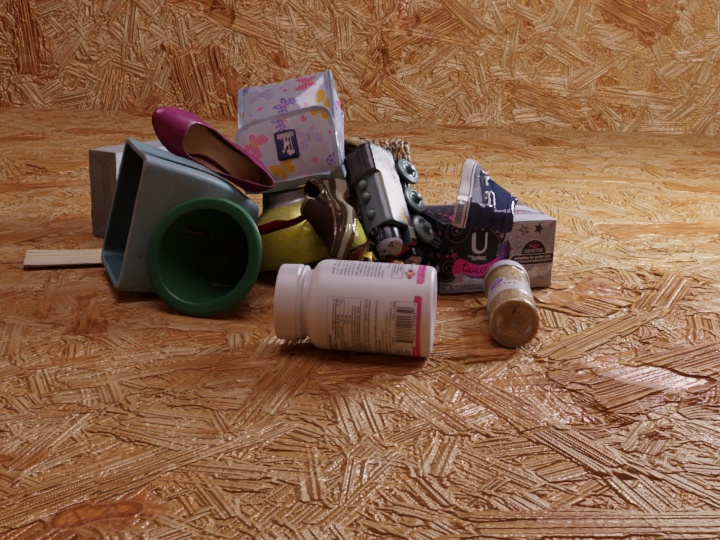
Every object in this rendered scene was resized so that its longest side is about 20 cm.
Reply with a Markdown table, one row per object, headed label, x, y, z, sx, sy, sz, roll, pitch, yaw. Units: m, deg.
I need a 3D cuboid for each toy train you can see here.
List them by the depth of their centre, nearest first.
| label | x | y | z | sx | sy | sz | roll | pitch | yaw |
| --- | --- | --- | --- | --- | --- | --- | --- | --- | --- |
| toy train | 0.040 | -0.101 | 1.610 | 0.113 | 0.203 | 0.085 | 17 | -41 | -43 |

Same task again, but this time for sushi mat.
| label | x | y | z | sx | sy | sz | roll | pitch | yaw |
| --- | --- | --- | --- | --- | --- | --- | --- | --- | --- |
| sushi mat | -0.449 | -0.023 | 1.730 | 0.197 | 0.012 | 0.096 | -2 | 16 | -16 |

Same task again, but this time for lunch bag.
| label | x | y | z | sx | sy | sz | roll | pitch | yaw |
| --- | --- | --- | --- | --- | --- | --- | --- | --- | --- |
| lunch bag | -0.109 | -0.213 | 1.701 | 0.167 | 0.128 | 0.202 | -9 | 49 | 7 |

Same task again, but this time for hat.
| label | x | y | z | sx | sy | sz | roll | pitch | yaw |
| --- | --- | --- | --- | --- | --- | --- | --- | --- | --- |
| hat | -0.186 | -0.013 | 1.546 | 0.197 | 0.169 | 0.176 | -6 | -8 | 14 |

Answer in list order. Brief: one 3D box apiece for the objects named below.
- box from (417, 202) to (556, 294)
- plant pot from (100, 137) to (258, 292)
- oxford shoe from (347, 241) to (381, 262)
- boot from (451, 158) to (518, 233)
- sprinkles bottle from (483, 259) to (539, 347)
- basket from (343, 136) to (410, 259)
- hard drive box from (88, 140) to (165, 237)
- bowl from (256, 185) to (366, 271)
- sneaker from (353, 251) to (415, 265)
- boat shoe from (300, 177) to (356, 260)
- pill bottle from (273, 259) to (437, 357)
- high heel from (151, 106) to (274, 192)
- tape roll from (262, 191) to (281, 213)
| label | x | y | z | sx | sy | sz | roll | pitch | yaw |
| --- | --- | --- | --- | --- | --- | --- | --- | --- | --- |
| box | 0.192 | -0.040 | 1.672 | 0.197 | 0.117 | 0.132 | -4 | 16 | -19 |
| plant pot | -0.269 | -0.071 | 1.614 | 0.197 | 0.199 | 0.196 | 11 | 10 | -24 |
| oxford shoe | 0.000 | 0.000 | 1.611 | 0.070 | 0.072 | 0.200 | -17 | 4 | 1 |
| boot | 0.191 | -0.108 | 1.601 | 0.089 | 0.074 | 0.201 | 12 | 28 | 4 |
| sprinkles bottle | 0.207 | 0.042 | 1.462 | 0.067 | 0.069 | 0.200 | 3 | 15 | 4 |
| basket | 0.005 | -0.121 | 1.777 | 0.146 | 0.204 | 0.143 | 2 | 9 | -5 |
| hard drive box | -0.393 | -0.151 | 1.936 | 0.076 | 0.159 | 0.199 | 11 | 16 | 35 |
| bowl | -0.097 | -0.075 | 1.689 | 0.197 | 0.109 | 0.200 | -13 | 9 | 2 |
| sneaker | -0.006 | 0.015 | 1.493 | 0.197 | 0.092 | 0.070 | 8 | 16 | 21 |
| boat shoe | -0.054 | -0.077 | 1.545 | 0.074 | 0.076 | 0.203 | 12 | 23 | -12 |
| pill bottle | -0.005 | 0.045 | 1.336 | 0.196 | 0.115 | 0.113 | 4 | 15 | 7 |
| high heel | -0.210 | -0.177 | 1.538 | 0.095 | 0.068 | 0.199 | 17 | -9 | 45 |
| tape roll | -0.137 | -0.149 | 1.871 | 0.047 | 0.204 | 0.201 | 2 | 15 | 2 |
